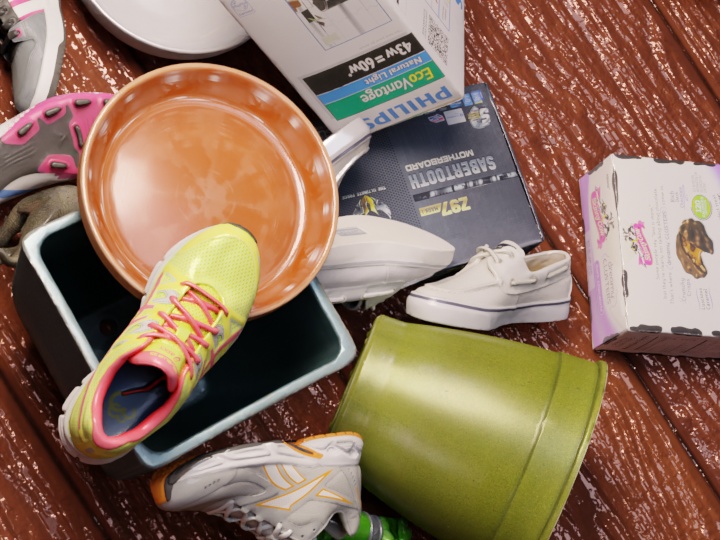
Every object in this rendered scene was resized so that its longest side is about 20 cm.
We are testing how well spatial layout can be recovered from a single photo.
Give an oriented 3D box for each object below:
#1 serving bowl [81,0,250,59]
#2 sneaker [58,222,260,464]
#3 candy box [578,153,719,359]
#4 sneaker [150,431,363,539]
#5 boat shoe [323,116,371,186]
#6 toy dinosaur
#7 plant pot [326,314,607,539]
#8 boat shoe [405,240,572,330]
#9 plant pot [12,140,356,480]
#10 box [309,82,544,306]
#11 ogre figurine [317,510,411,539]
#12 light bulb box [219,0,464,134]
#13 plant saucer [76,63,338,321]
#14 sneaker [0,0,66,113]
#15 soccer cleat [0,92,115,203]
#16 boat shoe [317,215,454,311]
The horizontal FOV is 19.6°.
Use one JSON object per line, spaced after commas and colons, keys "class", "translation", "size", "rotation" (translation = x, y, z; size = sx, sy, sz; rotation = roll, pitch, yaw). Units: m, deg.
{"class": "serving bowl", "translation": [-0.165, -0.269, 1.805], "size": [0.199, 0.066, 0.201], "rotation": [7, 70, -19]}
{"class": "sneaker", "translation": [-0.131, 0.054, 1.450], "size": [0.078, 0.090, 0.200], "rotation": [35, 81, -10]}
{"class": "candy box", "translation": [0.307, -0.009, 1.902], "size": [0.199, 0.072, 0.169], "rotation": [5, 71, -21]}
{"class": "sneaker", "translation": [-0.069, 0.176, 1.572], "size": [0.199, 0.076, 0.093], "rotation": [-3, 81, -42]}
{"class": "boat shoe", "translation": [-0.053, -0.039, 1.737], "size": [0.066, 0.072, 0.200], "rotation": [44, 87, 0]}
{"class": "toy dinosaur", "translation": [-0.247, -0.038, 1.658], "size": [0.102, 0.200, 0.077], "rotation": [-37, 75, 10]}
{"class": "plant pot", "translation": [0.076, 0.132, 1.710], "size": [0.192, 0.201, 0.201], "rotation": [22, 65, 0]}
{"class": "boat shoe", "translation": [0.115, 0.009, 1.782], "size": [0.199, 0.071, 0.070], "rotation": [-3, 105, -45]}
{"class": "plant pot", "translation": [-0.157, 0.051, 1.624], "size": [0.196, 0.200, 0.196], "rotation": [-27, 83, -27]}
{"class": "box", "translation": [0.046, -0.069, 1.829], "size": [0.199, 0.051, 0.159], "rotation": [-14, 79, -24]}
{"class": "ogre figurine", "translation": [-0.035, 0.260, 1.662], "size": [0.120, 0.098, 0.200], "rotation": [39, 74, -18]}
{"class": "light bulb box", "translation": [-0.011, -0.253, 1.752], "size": [0.200, 0.124, 0.199], "rotation": [48, 32, -40]}
{"class": "plant saucer", "translation": [-0.114, -0.056, 1.548], "size": [0.199, 0.032, 0.201], "rotation": [6, 71, -19]}
{"class": "sneaker", "translation": [-0.309, -0.223, 1.720], "size": [0.120, 0.084, 0.201], "rotation": [7, 63, -25]}
{"class": "soccer cleat", "translation": [-0.277, -0.096, 1.685], "size": [0.199, 0.086, 0.070], "rotation": [-23, 105, -20]}
{"class": "boat shoe", "translation": [0.000, 0.000, 1.712], "size": [0.072, 0.069, 0.200], "rotation": [29, 21, 31]}
